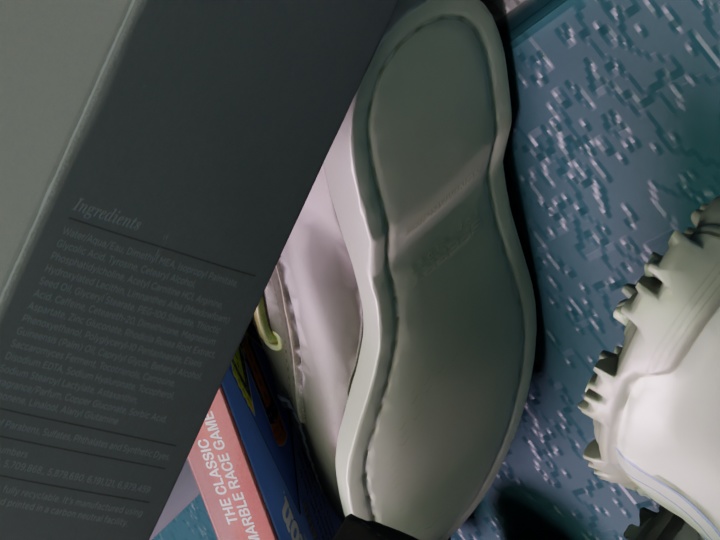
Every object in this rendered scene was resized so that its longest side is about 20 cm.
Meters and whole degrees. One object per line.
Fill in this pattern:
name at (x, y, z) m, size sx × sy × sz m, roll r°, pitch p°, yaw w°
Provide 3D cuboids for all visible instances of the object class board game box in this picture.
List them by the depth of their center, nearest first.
board game box at (-0.028, 0.033, 0.709) m, size 0.019 × 0.103 × 0.201 m, roll -12°, pitch 113°, yaw 14°

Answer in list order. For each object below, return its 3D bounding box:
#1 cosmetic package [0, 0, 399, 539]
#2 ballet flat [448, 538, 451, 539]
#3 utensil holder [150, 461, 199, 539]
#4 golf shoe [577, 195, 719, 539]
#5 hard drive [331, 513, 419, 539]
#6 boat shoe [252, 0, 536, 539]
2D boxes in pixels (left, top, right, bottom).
cosmetic package at (-0.072, -0.037, 0.578) m, size 0.107 × 0.200 × 0.090 m, roll 32°, pitch -174°, yaw 38°
ballet flat at (-0.038, 0.033, 0.798) m, size 0.074 × 0.074 × 0.200 m, roll 10°, pitch 132°, yaw 56°
utensil holder at (-0.165, 0.070, 0.903) m, size 0.170 × 0.200 × 0.170 m, roll 39°, pitch 153°, yaw 23°
golf shoe at (0.107, 0.048, 0.562) m, size 0.097 × 0.078 × 0.200 m, roll 30°, pitch 160°, yaw 26°
hard drive at (0.083, 0.129, 0.640) m, size 0.140 × 0.038 × 0.200 m, roll 32°, pitch -178°, yaw 33°
boat shoe at (0.002, -0.002, 0.666) m, size 0.060 × 0.072 × 0.202 m, roll 33°, pitch 145°, yaw 33°
